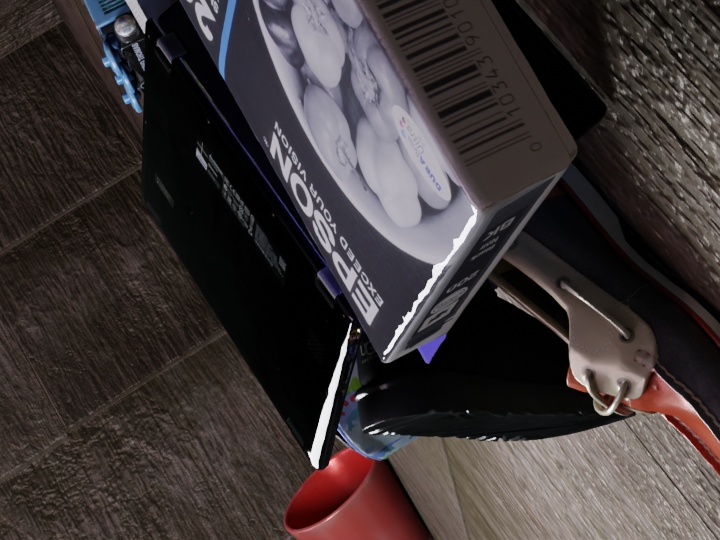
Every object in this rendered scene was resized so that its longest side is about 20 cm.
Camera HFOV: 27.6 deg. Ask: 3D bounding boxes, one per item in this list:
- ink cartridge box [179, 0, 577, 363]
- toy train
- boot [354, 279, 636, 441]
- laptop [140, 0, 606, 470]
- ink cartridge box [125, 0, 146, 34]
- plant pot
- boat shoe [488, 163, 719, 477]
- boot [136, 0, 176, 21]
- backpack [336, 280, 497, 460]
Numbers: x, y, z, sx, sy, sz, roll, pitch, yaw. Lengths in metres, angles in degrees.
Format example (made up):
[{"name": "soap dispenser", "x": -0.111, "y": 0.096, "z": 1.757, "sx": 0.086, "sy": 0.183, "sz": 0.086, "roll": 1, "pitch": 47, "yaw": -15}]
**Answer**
[{"name": "ink cartridge box", "x": -0.016, "y": -0.073, "z": 0.510, "sx": 0.200, "sy": 0.043, "sz": 0.200, "roll": 61, "pitch": 162, "yaw": 14}, {"name": "toy train", "x": -0.283, "y": -0.283, "z": 1.841, "sx": 0.200, "sy": 0.086, "sz": 0.115, "roll": 75, "pitch": 170, "yaw": -71}, {"name": "boot", "x": 0.063, "y": -0.001, "z": 0.760, "sx": 0.076, "sy": 0.198, "sz": 0.171, "roll": -20, "pitch": 70, "yaw": 42}, {"name": "laptop", "x": -0.009, "y": -0.051, "z": 0.681, "sx": 0.188, "sy": 0.115, "sz": 0.201, "roll": 54, "pitch": 152, "yaw": 27}, {"name": "ink cartridge box", "x": -0.167, "y": -0.256, "z": 1.242, "sx": 0.202, "sy": 0.075, "sz": 0.148, "roll": 61, "pitch": 172, "yaw": -12}, {"name": "plant pot", "x": 0.004, "y": 0.406, "z": 2.351, "sx": 0.178, "sy": 0.200, "sz": 0.200, "roll": 49, "pitch": 175, "yaw": -16}, {"name": "boat shoe", "x": 0.111, "y": 0.028, "z": 0.646, "sx": 0.201, "sy": 0.062, "sz": 0.071, "roll": 53, "pitch": 169, "yaw": 28}, {"name": "boot", "x": -0.141, "y": -0.234, "z": 1.076, "sx": 0.200, "sy": 0.096, "sz": 0.075, "roll": 52, "pitch": 170, "yaw": 37}, {"name": "backpack", "x": 0.000, "y": 0.000, "z": 0.872, "sx": 0.202, "sy": 0.146, "sz": 0.183, "roll": 60, "pitch": -174, "yaw": 11}]
